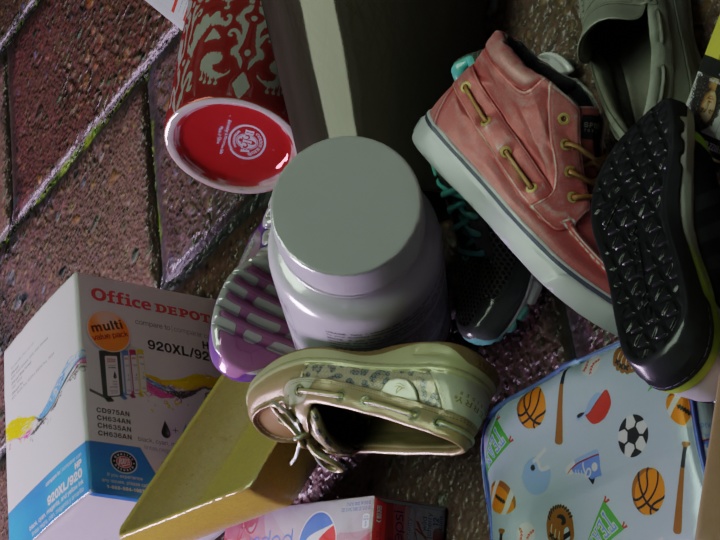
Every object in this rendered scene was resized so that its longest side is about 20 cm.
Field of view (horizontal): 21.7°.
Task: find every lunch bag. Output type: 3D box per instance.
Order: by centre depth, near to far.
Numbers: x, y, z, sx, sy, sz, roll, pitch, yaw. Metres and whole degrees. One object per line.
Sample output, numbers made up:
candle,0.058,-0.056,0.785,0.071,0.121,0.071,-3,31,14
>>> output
lunch bag,0.151,0.131,1.080,0.200,0.075,0.162,-35,53,46

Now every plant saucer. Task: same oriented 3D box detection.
plant saucer,-0.071,0.119,1.389,0.200,0.048,0.201,-28,24,51

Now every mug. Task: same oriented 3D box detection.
mug,-0.071,-0.156,1.456,0.132,0.178,0.201,-7,49,20

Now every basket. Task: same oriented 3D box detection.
basket,0.016,-0.138,1.329,0.136,0.179,0.202,64,-159,-77

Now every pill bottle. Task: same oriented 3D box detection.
pill bottle,0.000,0.000,1.227,0.200,0.112,0.114,77,-171,-66

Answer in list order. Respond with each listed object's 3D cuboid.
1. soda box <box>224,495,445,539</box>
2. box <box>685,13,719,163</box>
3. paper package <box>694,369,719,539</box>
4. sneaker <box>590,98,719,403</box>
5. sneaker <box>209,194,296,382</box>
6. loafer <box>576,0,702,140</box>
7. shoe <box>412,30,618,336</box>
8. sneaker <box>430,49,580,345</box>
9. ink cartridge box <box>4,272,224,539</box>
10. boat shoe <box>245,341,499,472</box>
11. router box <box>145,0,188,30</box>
soda box,-0.024,0.202,1.333,0.199,0.063,0.071,-16,65,54
box,0.247,-0.152,1.053,0.075,0.050,0.201,37,110,56
paper package,0.269,0.056,0.895,0.190,0.103,0.202,0,78,56
sneaker,0.179,-0.003,1.026,0.072,0.082,0.201,-39,35,40
sneaker,-0.066,0.017,1.415,0.089,0.080,0.201,-50,12,44
loafer,0.166,-0.148,1.155,0.070,0.069,0.201,-47,44,36
shoe,0.125,-0.054,1.139,0.200,0.071,0.091,46,113,19
sneaker,0.079,-0.053,1.240,0.077,0.091,0.202,0,79,58
ink cartridge box,-0.199,0.130,1.553,0.145,0.146,0.201,-41,47,42
boat shoe,-0.003,0.090,1.200,0.199,0.073,0.063,-13,48,43
router box,-0.130,-0.320,1.702,0.179,0.049,0.201,43,115,54
